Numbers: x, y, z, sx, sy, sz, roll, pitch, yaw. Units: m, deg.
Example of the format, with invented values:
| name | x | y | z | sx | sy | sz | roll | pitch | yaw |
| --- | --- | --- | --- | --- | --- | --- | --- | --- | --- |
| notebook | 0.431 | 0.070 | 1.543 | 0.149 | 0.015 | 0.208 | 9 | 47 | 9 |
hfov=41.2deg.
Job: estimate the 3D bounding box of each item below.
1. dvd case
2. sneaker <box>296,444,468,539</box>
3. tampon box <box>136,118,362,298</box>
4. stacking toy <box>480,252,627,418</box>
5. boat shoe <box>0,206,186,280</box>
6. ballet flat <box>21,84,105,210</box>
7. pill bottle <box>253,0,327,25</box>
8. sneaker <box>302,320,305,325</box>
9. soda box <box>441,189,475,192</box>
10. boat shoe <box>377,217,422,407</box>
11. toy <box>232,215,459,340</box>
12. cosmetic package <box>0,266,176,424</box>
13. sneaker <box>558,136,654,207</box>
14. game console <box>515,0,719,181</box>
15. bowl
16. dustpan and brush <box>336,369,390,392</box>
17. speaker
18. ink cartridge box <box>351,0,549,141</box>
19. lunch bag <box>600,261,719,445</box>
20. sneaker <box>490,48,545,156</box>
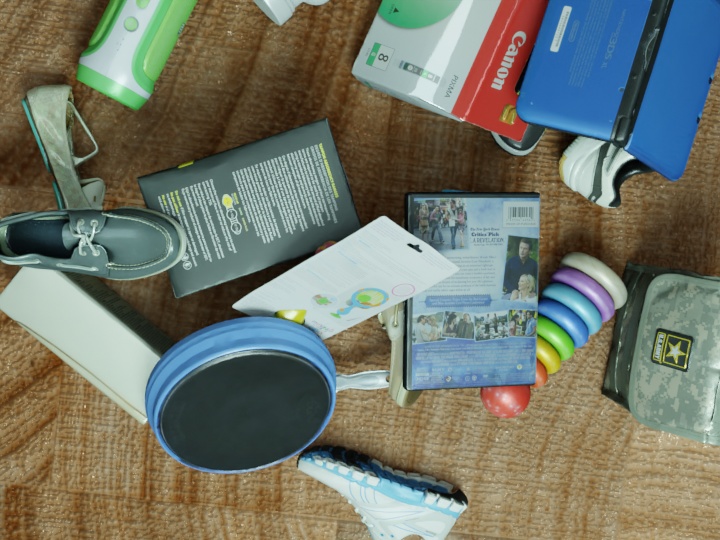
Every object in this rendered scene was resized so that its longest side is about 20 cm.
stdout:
| name | x | y | z | sx | sy | sz | roll | pitch | yaw |
| --- | --- | --- | --- | --- | --- | --- | --- | --- | --- |
| dvd case | 0.112 | 0.020 | 0.973 | 0.142 | 0.018 | 0.201 | -1 | 96 | -13 |
| sneaker | 0.016 | 0.262 | 1.077 | 0.199 | 0.075 | 0.087 | 22 | 98 | -4 |
| tampon box | -0.110 | -0.068 | 1.009 | 0.199 | 0.150 | 0.127 | -18 | 95 | -2 |
| stacking toy | 0.204 | 0.079 | 1.048 | 0.085 | 0.085 | 0.200 | 40 | 76 | -5 |
| boat shoe | -0.268 | -0.026 | 0.923 | 0.199 | 0.062 | 0.073 | 4 | 98 | 14 |
| ballet flat | -0.309 | -0.106 | 1.039 | 0.062 | 0.067 | 0.201 | -18 | 95 | -12 |
| pill bottle | -0.037 | -0.357 | 1.018 | 0.200 | 0.104 | 0.104 | -44 | 95 | 0 |
| sneaker | 0.000 | 0.000 | 1.061 | 0.199 | 0.083 | 0.081 | -20 | 114 | -17 |
| soda box | 0.122 | 0.014 | 1.059 | 0.068 | 0.064 | 0.201 | 8 | 94 | 30 |
| boat shoe | 0.054 | 0.043 | 1.016 | 0.065 | 0.072 | 0.201 | 14 | 98 | 23 |
| toy | -0.018 | 0.003 | 0.939 | 0.200 | 0.047 | 0.115 | -32 | 137 | 29 |
| cosmetic package | -0.280 | 0.067 | 1.031 | 0.200 | 0.104 | 0.073 | 39 | 91 | -4 |
| sneaker | 0.315 | -0.153 | 1.054 | 0.200 | 0.076 | 0.088 | -49 | 62 | 9 |
| game console | 0.277 | -0.217 | 1.002 | 0.170 | 0.118 | 0.201 | 17 | 85 | 21 |
| bowl | -0.119 | 0.135 | 0.984 | 0.200 | 0.039 | 0.201 | -9 | 132 | -11 |
| dustpan and brush | -0.056 | 0.124 | 1.068 | 0.199 | 0.057 | 0.140 | -5 | 94 | -3 |
| speaker | -0.225 | -0.276 | 1.021 | 0.088 | 0.088 | 0.201 | 27 | 92 | -5 |
| ink cartridge box | 0.109 | -0.247 | 1.024 | 0.199 | 0.050 | 0.162 | 25 | 92 | 24 |
| lunch bag | 0.344 | 0.083 | 1.020 | 0.117 | 0.200 | 0.165 | 9 | 94 | -4 |
| sneaker | 0.198 | -0.225 | 1.051 | 0.071 | 0.083 | 0.201 | 20 | 92 | -4 |
